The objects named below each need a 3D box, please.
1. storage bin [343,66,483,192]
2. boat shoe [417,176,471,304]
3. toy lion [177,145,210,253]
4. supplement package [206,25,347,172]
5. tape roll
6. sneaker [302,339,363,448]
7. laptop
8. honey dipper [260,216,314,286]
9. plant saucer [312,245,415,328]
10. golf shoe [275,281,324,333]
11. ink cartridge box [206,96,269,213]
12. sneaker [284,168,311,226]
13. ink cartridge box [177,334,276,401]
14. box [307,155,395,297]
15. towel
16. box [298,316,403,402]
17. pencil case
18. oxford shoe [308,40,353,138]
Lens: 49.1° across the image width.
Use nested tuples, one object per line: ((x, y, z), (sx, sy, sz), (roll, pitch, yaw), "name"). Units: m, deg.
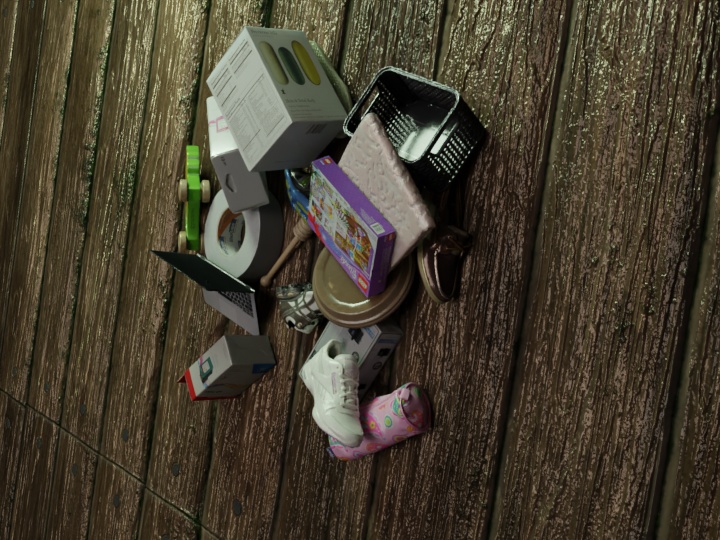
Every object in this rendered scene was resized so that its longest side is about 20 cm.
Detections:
((0.084, -0.230, 1.279), (0.199, 0.093, 0.136), (33, 87, 44), "storage bin")
((0.138, -0.051, 1.255), (0.071, 0.071, 0.205), (-11, 71, 44), "boat shoe")
((-0.376, -0.167, 1.767), (0.193, 0.067, 0.204), (-113, 27, -55), "toy lion")
((-0.151, -0.310, 1.435), (0.150, 0.150, 0.203), (-39, 72, 40), "supplement package")
((-0.246, -0.078, 1.648), (0.198, 0.065, 0.205), (-5, 82, 44), "tape roll")
((-0.038, 0.199, 1.302), (0.100, 0.074, 0.201), (-52, 41, 22), "sneaker")
((-0.308, 0.050, 1.585), (0.185, 0.115, 0.203), (29, 137, 33), "laptop")
((-0.147, -0.036, 1.564), (0.200, 0.037, 0.038), (-49, 55, 32), "honey dipper")
((0.000, 0.000, 1.357), (0.196, 0.029, 0.204), (-12, 61, 22), "plant saucer")
((-0.081, 0.068, 1.468), (0.198, 0.077, 0.097), (-5, 90, 53), "golf shoe")
((-0.243, -0.237, 1.562), (0.083, 0.146, 0.202), (-14, 46, 1), "ink cartridge box")
((-0.093, -0.149, 1.504), (0.200, 0.081, 0.072), (-126, 23, -50), "sneaker")
((-0.278, 0.209, 1.614), (0.199, 0.115, 0.068), (-41, 59, 35), "ink cartridge box")
((-0.020, -0.073, 1.299), (0.201, 0.039, 0.138), (51, 148, 32), "box")
((0.033, -0.115, 1.247), (0.203, 0.032, 0.191), (62, 153, 12), "towel")
((-0.020, 0.149, 1.398), (0.117, 0.059, 0.202), (50, 120, 36), "box")
((0.027, 0.256, 1.322), (0.198, 0.086, 0.089), (-29, 66, 39), "pencil case")
((-0.062, -0.343, 1.501), (0.074, 0.058, 0.203), (-27, 78, 8), "oxford shoe")
